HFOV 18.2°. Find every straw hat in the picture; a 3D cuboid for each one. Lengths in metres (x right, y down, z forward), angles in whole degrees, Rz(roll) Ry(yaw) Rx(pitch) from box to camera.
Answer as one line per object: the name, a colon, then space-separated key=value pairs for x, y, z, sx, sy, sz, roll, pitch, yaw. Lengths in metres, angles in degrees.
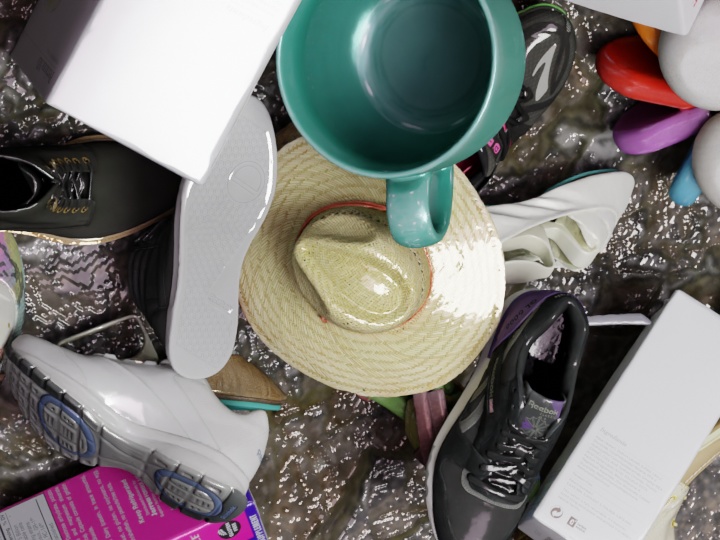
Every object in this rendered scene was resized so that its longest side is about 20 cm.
straw hat: x=0.000 y=0.000 z=1.530 sx=0.200 sy=0.085 sz=0.202 roll=1 pitch=99 yaw=9

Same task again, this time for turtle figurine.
turtle figurine: x=0.070 y=0.072 z=1.654 sx=0.194 sy=0.144 sz=0.200 roll=36 pitch=79 yaw=-4

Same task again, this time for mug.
mug: x=0.026 y=-0.126 z=1.489 sx=0.152 sy=0.114 sz=0.186 roll=28 pitch=104 yaw=13

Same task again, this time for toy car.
toy car: x=0.250 y=-0.131 z=1.643 sx=0.149 sy=0.175 sz=0.201 roll=-12 pitch=111 yaw=24

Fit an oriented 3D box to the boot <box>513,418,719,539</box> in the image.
boot: x=0.238 y=0.207 z=1.755 sx=0.200 sy=0.072 sz=0.155 roll=-37 pitch=110 yaw=0

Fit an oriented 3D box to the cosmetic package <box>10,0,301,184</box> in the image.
cosmetic package: x=-0.127 y=-0.186 z=1.487 sx=0.123 sy=0.199 sz=0.201 roll=26 pitch=95 yaw=-20

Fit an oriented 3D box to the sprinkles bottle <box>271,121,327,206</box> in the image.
sprinkles bottle: x=0.013 y=-0.113 z=1.590 sx=0.200 sy=0.068 sz=0.068 roll=-36 pitch=111 yaw=12

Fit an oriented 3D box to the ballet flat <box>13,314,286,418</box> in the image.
ballet flat: x=-0.151 y=0.068 z=1.625 sx=0.199 sy=0.068 sz=0.073 roll=-1 pitch=85 yaw=-11

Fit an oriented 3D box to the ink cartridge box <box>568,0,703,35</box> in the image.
ink cartridge box: x=0.172 y=-0.282 z=1.494 sx=0.145 sy=0.200 sz=0.147 roll=20 pitch=73 yaw=20

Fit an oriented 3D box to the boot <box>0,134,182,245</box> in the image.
boot: x=-0.197 y=-0.054 z=1.524 sx=0.199 sy=0.138 sz=0.078 roll=-8 pitch=92 yaw=-22

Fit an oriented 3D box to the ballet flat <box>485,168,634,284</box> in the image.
ballet flat: x=0.133 y=-0.023 z=1.642 sx=0.199 sy=0.069 sz=0.070 roll=-13 pitch=108 yaw=-34

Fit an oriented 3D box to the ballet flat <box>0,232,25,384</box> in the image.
ballet flat: x=-0.277 y=0.065 z=1.577 sx=0.069 sy=0.071 sz=0.201 roll=14 pitch=99 yaw=-13

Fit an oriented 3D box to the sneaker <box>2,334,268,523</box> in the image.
sneaker: x=-0.155 y=0.097 z=1.561 sx=0.199 sy=0.075 sz=0.087 roll=29 pitch=55 yaw=2

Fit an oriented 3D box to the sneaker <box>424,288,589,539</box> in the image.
sneaker: x=0.101 y=0.107 z=1.540 sx=0.075 sy=0.088 sz=0.201 roll=18 pitch=85 yaw=-12

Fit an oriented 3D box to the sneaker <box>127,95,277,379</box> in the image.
sneaker: x=-0.116 y=-0.036 z=1.554 sx=0.070 sy=0.099 sz=0.201 roll=2 pitch=110 yaw=-31

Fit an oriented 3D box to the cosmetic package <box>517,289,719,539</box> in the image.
cosmetic package: x=0.203 y=0.122 z=1.643 sx=0.081 sy=0.113 sz=0.200 roll=34 pitch=81 yaw=4

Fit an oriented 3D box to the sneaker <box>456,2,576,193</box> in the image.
sneaker: x=0.092 y=-0.104 z=1.630 sx=0.077 sy=0.084 sz=0.200 roll=37 pitch=92 yaw=-21

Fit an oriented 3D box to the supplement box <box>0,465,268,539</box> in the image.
supplement box: x=-0.169 y=0.206 z=1.612 sx=0.199 sy=0.104 sz=0.101 roll=-24 pitch=134 yaw=-7
